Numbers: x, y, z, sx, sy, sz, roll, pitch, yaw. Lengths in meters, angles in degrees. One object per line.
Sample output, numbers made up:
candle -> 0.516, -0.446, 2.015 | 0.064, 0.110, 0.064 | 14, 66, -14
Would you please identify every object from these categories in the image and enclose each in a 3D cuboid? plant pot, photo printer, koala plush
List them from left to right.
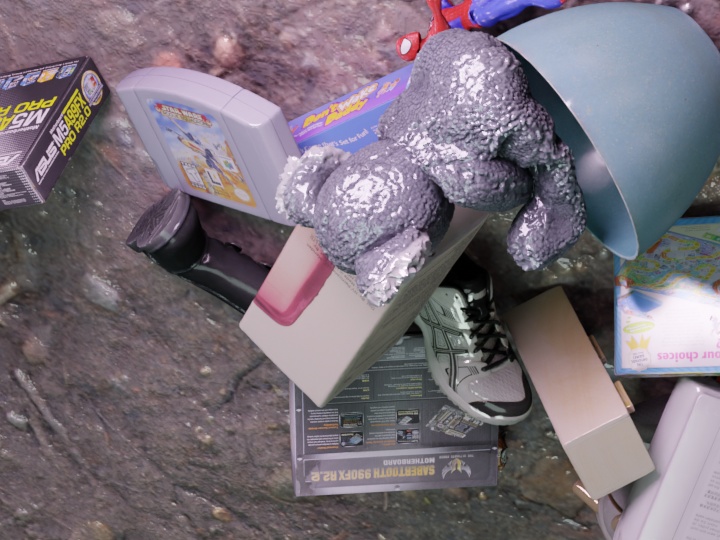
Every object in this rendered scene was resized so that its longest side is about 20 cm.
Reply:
koala plush -> 0.044, -0.070, 1.313 | 0.177, 0.200, 0.184 | 50, 169, 34
plant pot -> 0.209, -0.128, 1.325 | 0.134, 0.200, 0.201 | -33, 124, -5
photo printer -> 0.322, 0.207, 1.519 | 0.166, 0.069, 0.201 | 17, 102, -11

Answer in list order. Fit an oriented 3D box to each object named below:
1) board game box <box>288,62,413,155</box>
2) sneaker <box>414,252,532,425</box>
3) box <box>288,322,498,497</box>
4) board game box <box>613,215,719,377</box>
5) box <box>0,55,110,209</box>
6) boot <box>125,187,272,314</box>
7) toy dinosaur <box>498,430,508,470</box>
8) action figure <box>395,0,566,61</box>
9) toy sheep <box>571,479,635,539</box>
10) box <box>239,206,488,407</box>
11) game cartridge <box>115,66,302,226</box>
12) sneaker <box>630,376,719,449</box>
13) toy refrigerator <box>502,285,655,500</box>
board game box -> 0.020, -0.094, 1.517 | 0.199, 0.045, 0.135 | -21, 123, 36
sneaker -> 0.093, 0.046, 1.543 | 0.200, 0.075, 0.088 | 55, 147, 12
box -> 0.032, 0.129, 1.631 | 0.199, 0.048, 0.159 | -3, 109, -5
board game box -> 0.315, 0.021, 1.458 | 0.199, 0.135, 0.034 | -3, 172, 24
box -> -0.343, -0.116, 1.554 | 0.199, 0.161, 0.044 | -7, 130, 28
boot -> -0.114, 0.006, 1.615 | 0.200, 0.066, 0.165 | 35, 172, -13
toy dinosaur -> 0.077, 0.129, 1.706 | 0.135, 0.102, 0.201 | -18, 106, 17
action figure -> 0.089, -0.226, 1.345 | 0.200, 0.065, 0.099 | -28, 125, 38
toy sheep -> 0.282, 0.221, 1.637 | 0.137, 0.200, 0.139 | 7, 103, 34
box -> 0.000, 0.000, 1.473 | 0.109, 0.128, 0.200 | 44, 137, 9
game cartridge -> -0.130, -0.114, 1.508 | 0.199, 0.042, 0.133 | 18, 148, 42
sneaker -> 0.331, 0.108, 1.587 | 0.199, 0.077, 0.082 | -14, 118, 19
toy refrigerator -> 0.195, 0.104, 1.532 | 0.070, 0.200, 0.076 | -27, 123, 6
